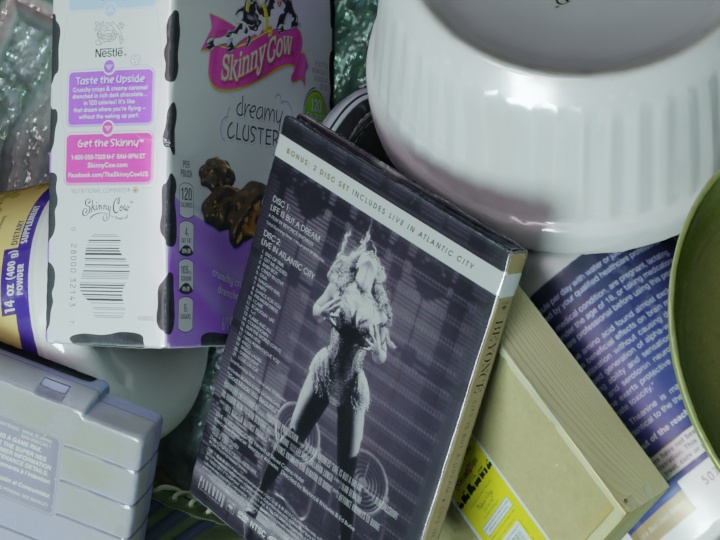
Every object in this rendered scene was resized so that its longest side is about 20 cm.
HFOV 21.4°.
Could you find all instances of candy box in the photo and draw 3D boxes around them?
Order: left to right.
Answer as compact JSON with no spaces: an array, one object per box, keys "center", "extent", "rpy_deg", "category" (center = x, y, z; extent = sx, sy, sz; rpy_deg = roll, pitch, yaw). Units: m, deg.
[{"center":[-0.081,-0.063,0.954],"extent":[0.071,0.167,0.202],"rpy_deg":[0,89,26],"category":"candy box"}]

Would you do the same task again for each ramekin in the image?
[{"center":[0.097,-0.116,0.853],"extent":[0.201,0.095,0.204],"rpy_deg":[-3,55,4],"category":"ramekin"}]

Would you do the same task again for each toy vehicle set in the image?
[{"center":[0.061,0.096,0.889],"extent":[0.125,0.026,0.200],"rpy_deg":[55,151,17],"category":"toy vehicle set"}]

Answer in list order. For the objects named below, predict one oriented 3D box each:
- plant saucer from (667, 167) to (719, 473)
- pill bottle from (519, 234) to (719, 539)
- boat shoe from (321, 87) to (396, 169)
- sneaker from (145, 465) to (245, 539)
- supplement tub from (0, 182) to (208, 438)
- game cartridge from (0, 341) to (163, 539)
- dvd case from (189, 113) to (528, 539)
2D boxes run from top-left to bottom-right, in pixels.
[{"center":[0.212,0.037,0.818],"extent":[0.031,0.199,0.201],"rpy_deg":[-41,67,60],"category":"plant saucer"},{"center":[0.122,0.034,0.882],"extent":[0.111,0.111,0.201],"rpy_deg":[-42,72,19],"category":"pill bottle"},{"center":[-0.003,-0.001,0.938],"extent":[0.073,0.068,0.201],"rpy_deg":[21,73,-13],"category":"boat shoe"},{"center":[-0.102,0.140,1.015],"extent":[0.199,0.067,0.090],"rpy_deg":[-11,55,11],"category":"sneaker"},{"center":[-0.198,0.033,1.023],"extent":[0.199,0.145,0.147],"rpy_deg":[-10,84,25],"category":"supplement tub"},{"center":[-0.197,0.090,0.946],"extent":[0.199,0.038,0.130],"rpy_deg":[20,117,12],"category":"game cartridge"},{"center":[-0.007,0.050,0.862],"extent":[0.148,0.016,0.201],"rpy_deg":[33,117,38],"category":"dvd case"}]
